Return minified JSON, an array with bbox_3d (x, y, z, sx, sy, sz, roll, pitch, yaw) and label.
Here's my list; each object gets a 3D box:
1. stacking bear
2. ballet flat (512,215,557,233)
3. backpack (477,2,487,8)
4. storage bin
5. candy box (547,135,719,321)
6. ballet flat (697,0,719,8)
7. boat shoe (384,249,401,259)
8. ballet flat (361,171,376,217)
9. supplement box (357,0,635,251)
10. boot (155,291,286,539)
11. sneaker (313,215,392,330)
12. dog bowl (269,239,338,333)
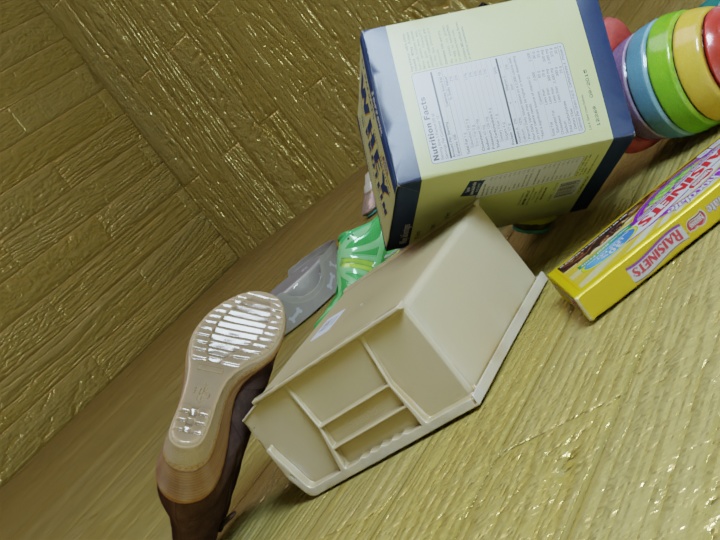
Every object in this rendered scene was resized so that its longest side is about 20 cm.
[{"bbox_3d":[0.300,-0.180,1.030,0.199,0.122,0.114,-18,32,48],"label":"stacking bear"},{"bbox_3d":[0.175,-0.094,1.231,0.066,0.068,0.200,-3,16,7],"label":"ballet flat"},{"bbox_3d":[0.197,-0.251,1.696,0.191,0.201,0.153,-45,23,-21],"label":"backpack"},{"bbox_3d":[0.027,0.062,0.977,0.198,0.094,0.200,-35,9,34],"label":"storage bin"},{"bbox_3d":[0.228,-0.043,0.868,0.199,0.027,0.102,-39,11,4],"label":"candy box"},{"bbox_3d":[0.334,-0.226,1.261,0.199,0.072,0.069,-30,48,35],"label":"ballet flat"},{"bbox_3d":[0.064,-0.006,1.299,0.075,0.062,0.200,-42,5,17],"label":"boat shoe"},{"bbox_3d":[0.048,-0.182,2.379,0.068,0.068,0.200,-30,13,51],"label":"ballet flat"},{"bbox_3d":[0.106,-0.124,1.042,0.196,0.136,0.200,-12,-14,-4],"label":"supplement box"},{"bbox_3d":[-0.120,0.133,1.024,0.201,0.071,0.168,-64,-14,-45],"label":"boot"},{"bbox_3d":[0.000,0.000,1.395,0.201,0.083,0.074,-56,-10,-19],"label":"sneaker"},{"bbox_3d":[-0.100,0.038,1.854,0.199,0.059,0.200,-38,8,7],"label":"dog bowl"}]
